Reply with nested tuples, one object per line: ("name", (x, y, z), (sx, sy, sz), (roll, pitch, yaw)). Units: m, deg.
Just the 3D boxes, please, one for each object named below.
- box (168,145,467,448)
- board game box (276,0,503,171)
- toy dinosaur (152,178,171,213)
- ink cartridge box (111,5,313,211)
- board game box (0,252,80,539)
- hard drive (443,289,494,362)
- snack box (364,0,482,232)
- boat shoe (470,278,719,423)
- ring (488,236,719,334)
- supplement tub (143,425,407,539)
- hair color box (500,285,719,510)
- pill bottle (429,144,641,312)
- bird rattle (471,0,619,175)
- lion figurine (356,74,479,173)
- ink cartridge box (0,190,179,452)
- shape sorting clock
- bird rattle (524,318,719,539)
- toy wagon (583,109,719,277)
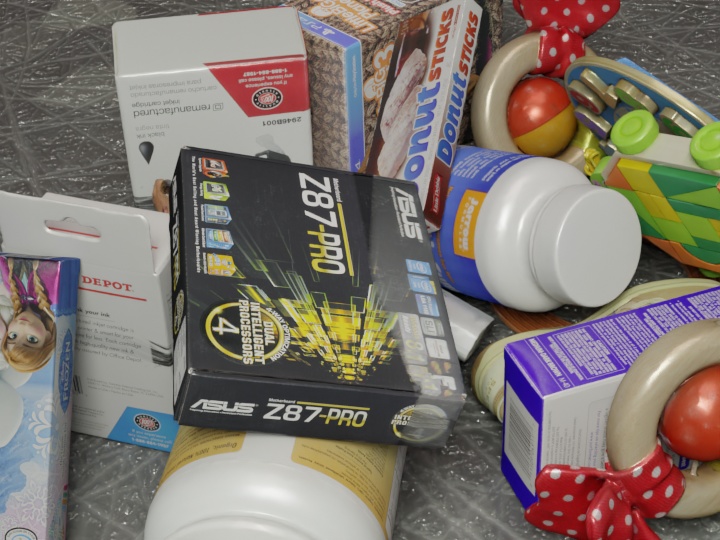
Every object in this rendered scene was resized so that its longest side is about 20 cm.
("box", (-0.033, 0.013, 0.838), (0.160, 0.049, 0.201), (9, 40, -16))
("board game box", (0.025, -0.176, 1.233), (0.097, 0.160, 0.199), (30, 48, 35))
("toy dinosaur", (-0.079, 0.016, 1.004), (0.199, 0.136, 0.086), (15, 40, 20))
("ink cartridge box", (-0.111, -0.095, 1.102), (0.143, 0.201, 0.084), (-7, 41, -6))
("board game box", (-0.282, 0.086, 0.883), (0.198, 0.201, 0.043), (3, 3, 7))
("hard drive", (0.000, 0.000, 1.008), (0.199, 0.026, 0.132), (29, 7, 8))
("snack box", (0.044, -0.113, 1.053), (0.072, 0.024, 0.201), (-14, 53, 41))
("boat shoe", (0.179, 0.064, 0.978), (0.199, 0.074, 0.063), (-20, 25, -7))
("ring", (0.196, 0.003, 1.106), (0.199, 0.019, 0.201), (-1, 38, 1))
("supplement tub", (-0.048, 0.133, 0.842), (0.143, 0.145, 0.201), (4, 38, 8))
("hair color box", (0.194, 0.083, 0.925), (0.199, 0.110, 0.065), (-13, 36, -15))
("pill bottle", (0.107, -0.031, 1.031), (0.112, 0.113, 0.200), (-25, 22, -28))
("bird rattle", (0.164, -0.143, 1.144), (0.163, 0.201, 0.112), (-38, 29, -18))
("lion figurine", (0.033, -0.098, 1.135), (0.072, 0.201, 0.122), (19, 8, 20))
("ink cartridge box", (-0.169, 0.021, 0.949), (0.115, 0.201, 0.068), (10, 39, 15))
("shape sorting clock", (0.228, -0.084, 1.028), (0.199, 0.200, 0.039), (32, 81, 36))
("bird rattle", (0.202, 0.106, 0.866), (0.198, 0.164, 0.113), (1, 18, -12))
("toy wagon", (0.228, -0.047, 0.975), (0.199, 0.155, 0.040), (18, 67, 50))
